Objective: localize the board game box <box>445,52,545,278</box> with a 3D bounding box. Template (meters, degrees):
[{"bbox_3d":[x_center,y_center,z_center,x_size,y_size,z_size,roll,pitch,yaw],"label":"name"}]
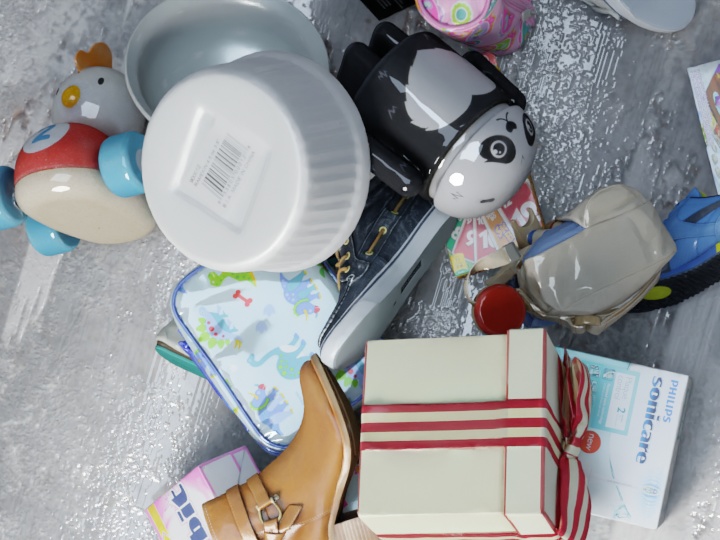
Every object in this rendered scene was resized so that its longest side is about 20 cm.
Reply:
[{"bbox_3d":[0.109,-0.102,1.722,0.095,0.030,0.202,-17,79,11],"label":"board game box"}]

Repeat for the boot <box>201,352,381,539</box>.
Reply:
[{"bbox_3d":[-0.069,0.188,1.636,0.154,0.077,0.202,-16,91,8],"label":"boot"}]

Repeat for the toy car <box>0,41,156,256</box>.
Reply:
[{"bbox_3d":[-0.271,-0.139,1.801,0.183,0.177,0.202,-13,69,23],"label":"toy car"}]

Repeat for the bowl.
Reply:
[{"bbox_3d":[-0.132,-0.176,1.783,0.199,0.091,0.203,3,58,-4],"label":"bowl"}]

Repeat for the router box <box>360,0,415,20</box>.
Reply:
[{"bbox_3d":[0.056,-0.306,1.713,0.148,0.200,0.051,-23,82,9],"label":"router box"}]

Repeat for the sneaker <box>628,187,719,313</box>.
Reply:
[{"bbox_3d":[0.300,-0.024,1.685,0.199,0.066,0.079,-30,57,36],"label":"sneaker"}]

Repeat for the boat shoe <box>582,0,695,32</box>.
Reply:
[{"bbox_3d":[0.224,-0.286,1.740,0.201,0.086,0.075,23,85,-15],"label":"boat shoe"}]

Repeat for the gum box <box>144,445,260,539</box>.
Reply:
[{"bbox_3d":[-0.114,0.286,1.739,0.113,0.066,0.201,-40,75,44],"label":"gum box"}]

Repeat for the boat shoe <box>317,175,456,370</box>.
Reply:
[{"bbox_3d":[0.000,0.000,1.666,0.090,0.071,0.201,30,61,17],"label":"boat shoe"}]

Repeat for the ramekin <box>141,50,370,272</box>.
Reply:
[{"bbox_3d":[-0.099,-0.092,1.609,0.199,0.097,0.203,5,101,29],"label":"ramekin"}]

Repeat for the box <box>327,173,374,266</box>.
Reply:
[{"bbox_3d":[0.030,-0.064,1.774,0.198,0.049,0.083,-15,82,11],"label":"box"}]

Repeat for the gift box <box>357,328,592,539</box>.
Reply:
[{"bbox_3d":[0.112,0.154,1.586,0.185,0.200,0.186,-3,72,17],"label":"gift box"}]

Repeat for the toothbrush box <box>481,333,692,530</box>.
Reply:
[{"bbox_3d":[0.200,0.149,1.698,0.198,0.085,0.148,13,88,13],"label":"toothbrush box"}]

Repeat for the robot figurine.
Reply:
[{"bbox_3d":[0.069,-0.138,1.656,0.200,0.125,0.151,42,94,15],"label":"robot figurine"}]

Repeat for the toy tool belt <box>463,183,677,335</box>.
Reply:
[{"bbox_3d":[0.178,0.003,1.634,0.199,0.123,0.126,-29,93,-10],"label":"toy tool belt"}]

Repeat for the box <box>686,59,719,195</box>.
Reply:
[{"bbox_3d":[0.396,-0.110,1.698,0.136,0.039,0.202,-14,82,13],"label":"box"}]

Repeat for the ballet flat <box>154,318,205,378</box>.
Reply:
[{"bbox_3d":[-0.111,0.098,1.790,0.199,0.069,0.070,30,92,15],"label":"ballet flat"}]

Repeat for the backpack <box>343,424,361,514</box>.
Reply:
[{"bbox_3d":[0.013,0.249,1.711,0.166,0.127,0.201,-24,83,6],"label":"backpack"}]

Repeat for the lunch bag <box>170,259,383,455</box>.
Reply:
[{"bbox_3d":[-0.078,0.063,1.712,0.160,0.082,0.201,-36,83,-7],"label":"lunch bag"}]

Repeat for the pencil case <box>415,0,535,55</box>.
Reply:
[{"bbox_3d":[0.110,-0.252,1.698,0.087,0.200,0.088,-1,88,17],"label":"pencil case"}]
